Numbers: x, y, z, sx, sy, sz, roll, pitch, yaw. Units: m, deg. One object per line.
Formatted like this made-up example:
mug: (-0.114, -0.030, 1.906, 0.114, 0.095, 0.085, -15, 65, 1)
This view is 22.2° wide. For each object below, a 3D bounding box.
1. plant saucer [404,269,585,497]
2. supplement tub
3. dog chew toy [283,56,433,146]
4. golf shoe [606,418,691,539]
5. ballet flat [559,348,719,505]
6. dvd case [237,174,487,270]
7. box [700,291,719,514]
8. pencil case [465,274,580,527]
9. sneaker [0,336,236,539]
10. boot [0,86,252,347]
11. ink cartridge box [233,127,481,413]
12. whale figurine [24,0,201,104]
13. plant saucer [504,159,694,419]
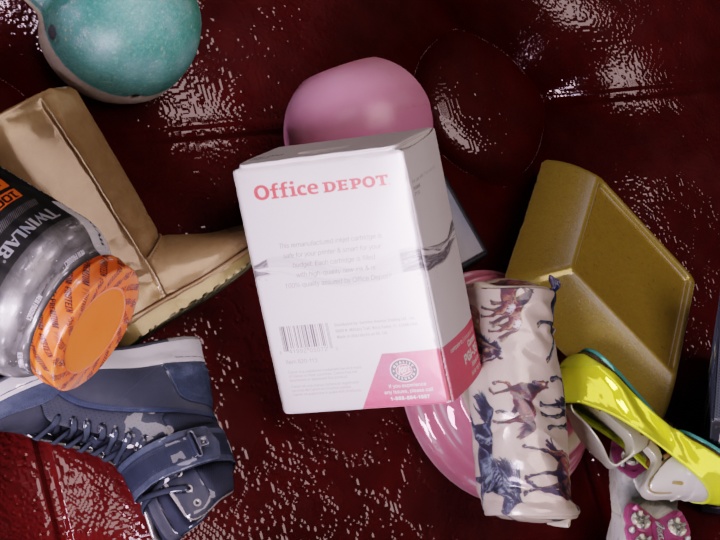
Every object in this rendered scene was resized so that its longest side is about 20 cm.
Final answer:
plant saucer: (0.126, 0.093, 1.551, 0.200, 0.051, 0.202, 12, 68, -32)
supplement tub: (-0.259, -0.008, 1.266, 0.199, 0.123, 0.123, 29, 53, 16)
dog chew toy: (0.014, -0.068, 1.491, 0.124, 0.124, 0.201, -18, 89, -36)
golf shoe: (0.238, 0.206, 1.579, 0.075, 0.092, 0.201, 17, 39, -3)
ballet flat: (0.237, 0.149, 1.521, 0.200, 0.067, 0.067, 39, 64, -1)
dvd case: (0.006, -0.036, 1.554, 0.199, 0.018, 0.143, -28, 87, -37)
box: (0.328, 0.103, 1.599, 0.051, 0.200, 0.159, 6, 62, 10)
pencil case: (0.129, 0.106, 1.464, 0.089, 0.078, 0.201, 2, 80, -41)
sneaker: (-0.181, 0.133, 1.332, 0.201, 0.077, 0.147, -8, 73, -36)
boot: (-0.179, -0.058, 1.418, 0.175, 0.066, 0.201, -33, 89, -37)
ink cartridge box: (0.000, 0.000, 1.408, 0.083, 0.146, 0.201, -37, 118, -62)
whale figurine: (-0.193, -0.235, 1.454, 0.158, 0.104, 0.201, -3, 73, -33)
plant saucer: (0.224, 0.013, 1.611, 0.200, 0.048, 0.200, 45, 37, -17)
